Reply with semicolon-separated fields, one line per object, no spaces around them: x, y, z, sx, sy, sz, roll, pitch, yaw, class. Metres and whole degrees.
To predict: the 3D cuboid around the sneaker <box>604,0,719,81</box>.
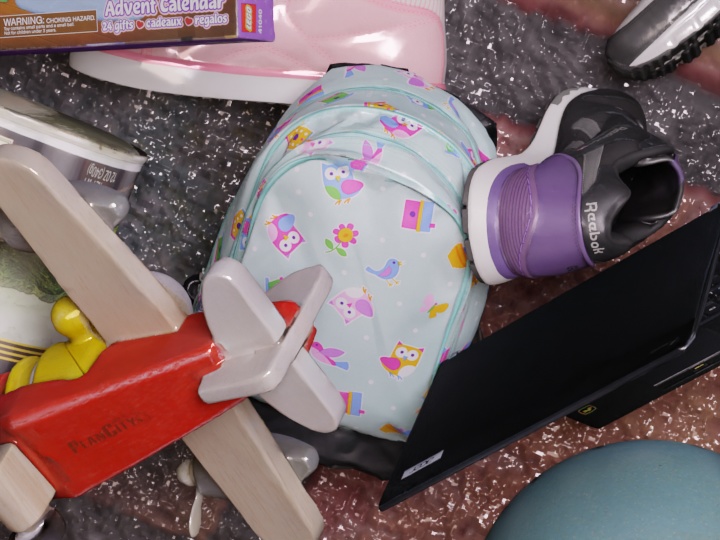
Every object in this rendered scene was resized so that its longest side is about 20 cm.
0.191;-0.185;1.181;0.080;0.074;0.200;42;87;6;sneaker

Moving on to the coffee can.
-0.213;0.006;1.161;0.146;0.146;0.201;22;94;0;coffee can

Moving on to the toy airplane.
-0.098;0.041;1.067;0.199;0.141;0.200;12;122;-4;toy airplane

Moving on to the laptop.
0.129;0.054;1.052;0.177;0.200;0.104;-30;54;32;laptop

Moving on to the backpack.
0.000;0.000;1.143;0.166;0.127;0.200;17;119;-5;backpack

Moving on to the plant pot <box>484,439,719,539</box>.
0.155;0.196;1.172;0.199;0.135;0.201;0;94;2;plant pot

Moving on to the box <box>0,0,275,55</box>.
-0.137;-0.174;1.079;0.199;0.039;0.137;-1;92;27;box

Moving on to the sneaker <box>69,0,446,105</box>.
-0.049;-0.139;1.182;0.200;0.075;0.105;5;98;-6;sneaker

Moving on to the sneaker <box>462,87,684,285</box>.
0.126;-0.041;1.123;0.087;0.200;0.076;-2;110;25;sneaker
